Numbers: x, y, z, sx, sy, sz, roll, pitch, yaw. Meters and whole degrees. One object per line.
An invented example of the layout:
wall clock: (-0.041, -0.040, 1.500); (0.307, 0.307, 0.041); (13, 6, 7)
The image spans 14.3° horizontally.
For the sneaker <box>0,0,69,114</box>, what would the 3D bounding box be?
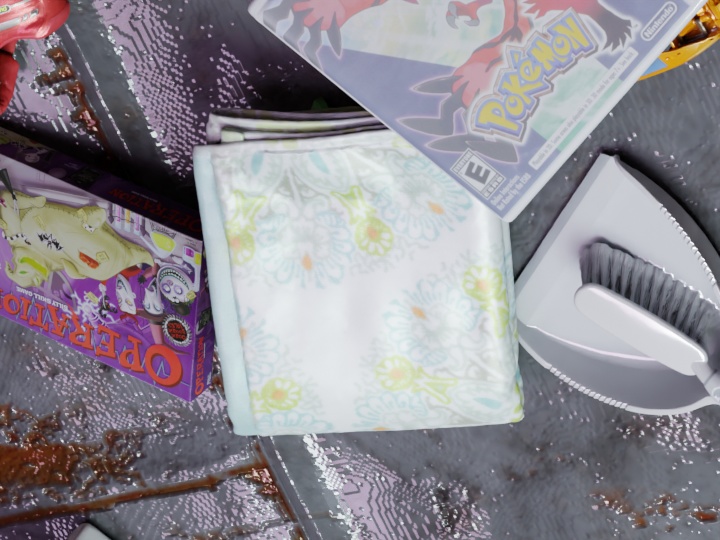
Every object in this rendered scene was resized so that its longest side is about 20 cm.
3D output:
sneaker: (-0.244, -0.116, 1.670); (0.085, 0.077, 0.200); (45, 128, -12)

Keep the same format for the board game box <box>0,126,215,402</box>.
board game box: (-0.174, -0.010, 1.715); (0.200, 0.032, 0.120); (23, 132, 23)

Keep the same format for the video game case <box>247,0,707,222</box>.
video game case: (0.063, -0.145, 1.473); (0.182, 0.023, 0.200); (39, 127, -2)

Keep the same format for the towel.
towel: (0.000, 0.000, 1.622); (0.171, 0.048, 0.200); (-2, 114, 10)

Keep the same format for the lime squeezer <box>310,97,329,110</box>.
lime squeezer: (-0.072, -0.020, 1.680); (0.071, 0.038, 0.200); (47, 128, -11)

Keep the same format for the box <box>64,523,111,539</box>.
box: (-0.178, 0.319, 1.865); (0.200, 0.171, 0.199); (38, 129, -3)

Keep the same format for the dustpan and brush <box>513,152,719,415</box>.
dustpan and brush: (0.182, 0.044, 1.594); (0.200, 0.057, 0.140); (32, 129, 1)

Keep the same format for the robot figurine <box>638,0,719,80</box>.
robot figurine: (0.112, -0.152, 1.497); (0.200, 0.058, 0.145); (-20, 109, 33)
